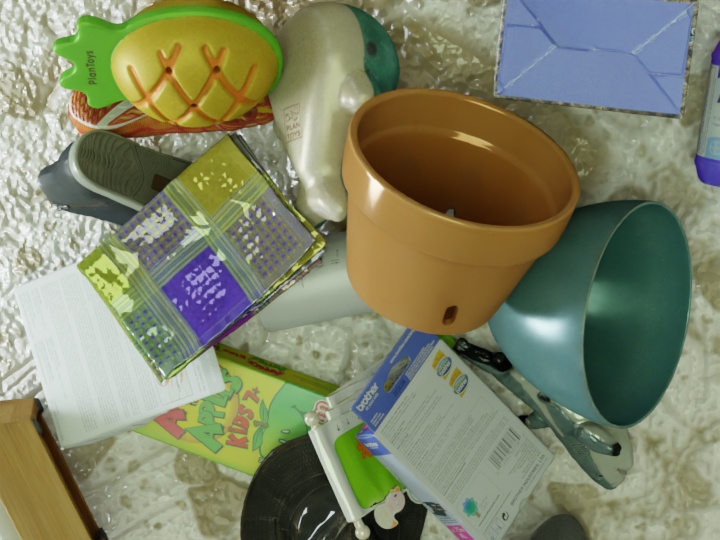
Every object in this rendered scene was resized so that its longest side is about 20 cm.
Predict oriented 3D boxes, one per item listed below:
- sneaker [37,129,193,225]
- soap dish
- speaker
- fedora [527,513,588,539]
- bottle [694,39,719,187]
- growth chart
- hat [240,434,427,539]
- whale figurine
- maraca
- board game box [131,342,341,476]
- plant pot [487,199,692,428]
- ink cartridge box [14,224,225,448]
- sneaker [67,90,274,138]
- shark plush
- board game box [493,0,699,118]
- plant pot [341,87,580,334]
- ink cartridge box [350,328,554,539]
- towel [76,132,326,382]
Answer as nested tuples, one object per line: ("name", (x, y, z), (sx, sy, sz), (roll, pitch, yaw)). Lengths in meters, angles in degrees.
("sneaker", (-0.200, -0.065, 1.754), (0.199, 0.106, 0.075), (31, 67, -24))
("soap dish", (-0.309, 0.219, 1.781), (0.081, 0.157, 0.201), (-26, 98, -5))
("speaker", (0.000, 0.000, 1.728), (0.199, 0.081, 0.082), (-12, 100, 9))
("fedora", (0.153, 0.327, 1.751), (0.090, 0.177, 0.201), (-3, 117, 37))
("bottle", (0.350, -0.172, 1.654), (0.083, 0.065, 0.201), (9, 102, 6))
("growth chart", (0.038, 0.143, 1.727), (0.200, 0.018, 0.145), (-37, 101, -30))
("hat", (-0.020, 0.248, 1.746), (0.199, 0.081, 0.202), (-4, 121, -7))
("whale figurine", (-0.017, -0.137, 1.671), (0.103, 0.159, 0.202), (3, 79, -33))
("maraca", (-0.167, -0.182, 1.636), (0.198, 0.108, 0.138), (-1, 142, -2))
("board game box", (-0.117, 0.133, 1.787), (0.199, 0.048, 0.102), (20, 104, 3))
("plant pot", (0.192, 0.029, 1.669), (0.134, 0.200, 0.202), (11, 105, 35))
("ink cartridge box", (-0.217, 0.063, 1.745), (0.199, 0.057, 0.164), (-20, 85, 23))
("sneaker", (-0.171, -0.159, 1.731), (0.198, 0.077, 0.074), (-1, 82, -7))
("shark plush", (0.170, 0.132, 1.739), (0.199, 0.091, 0.083), (25, 135, -7))
("board game box", (0.201, -0.199, 1.599), (0.158, 0.200, 0.098), (7, 103, 6))
("plant pot", (0.071, -0.041, 1.581), (0.199, 0.200, 0.141), (19, 125, 3))
("ink cartridge box", (0.079, 0.152, 1.717), (0.200, 0.042, 0.120), (47, 63, -19))
("towel", (-0.142, -0.013, 1.668), (0.200, 0.023, 0.144), (-38, 82, 9))
